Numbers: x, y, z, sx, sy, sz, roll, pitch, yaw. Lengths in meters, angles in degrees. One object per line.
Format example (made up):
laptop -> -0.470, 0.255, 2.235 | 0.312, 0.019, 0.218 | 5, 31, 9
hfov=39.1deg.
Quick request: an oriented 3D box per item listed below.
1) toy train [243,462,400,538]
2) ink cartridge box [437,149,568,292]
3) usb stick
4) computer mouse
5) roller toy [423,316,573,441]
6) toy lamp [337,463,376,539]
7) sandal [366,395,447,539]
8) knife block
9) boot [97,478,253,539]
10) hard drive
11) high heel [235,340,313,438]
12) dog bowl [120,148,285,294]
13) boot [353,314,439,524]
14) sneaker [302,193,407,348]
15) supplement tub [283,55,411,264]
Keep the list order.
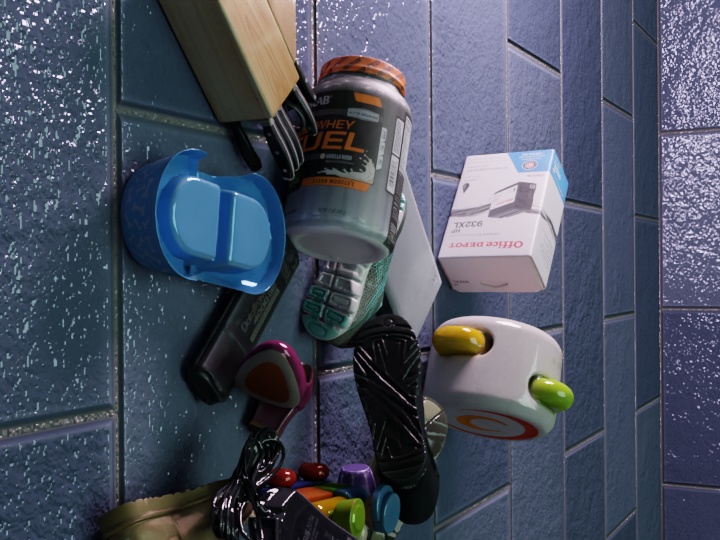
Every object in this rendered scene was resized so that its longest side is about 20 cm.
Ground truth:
toy train -> -0.049, 0.244, 1.008 | 0.200, 0.115, 0.085 | 11, 79, -62
ink cartridge box -> 0.211, -0.073, 1.489 | 0.084, 0.144, 0.201 | 57, 41, -45
usb stick -> -0.111, 0.041, 0.983 | 0.056, 0.032, 0.201 | 60, 39, -34
computer mouse -> -0.054, 0.244, 0.884 | 0.200, 0.053, 0.139 | 47, 28, -11
roller toy -> 0.179, 0.144, 1.388 | 0.183, 0.199, 0.141 | 116, -13, -67
toy lamp -> -0.002, 0.325, 1.164 | 0.058, 0.058, 0.202 | -10, 98, -62
sandal -> 0.039, 0.243, 1.247 | 0.080, 0.057, 0.202 | 35, 70, -14
knife block -> -0.111, -0.178, 0.951 | 0.200, 0.064, 0.177 | 3, 86, -63
boot -> -0.124, 0.283, 0.835 | 0.175, 0.066, 0.201 | -1, 62, -52
hard drive -> 0.046, -0.019, 1.287 | 0.140, 0.033, 0.201 | -61, 140, -43
high heel -> -0.072, 0.089, 0.966 | 0.200, 0.067, 0.096 | 110, 5, -61
dog bowl -> -0.139, -0.040, 0.910 | 0.200, 0.049, 0.112 | 18, 74, -62
boot -> 0.043, 0.173, 1.151 | 0.168, 0.076, 0.201 | 77, 4, -61
sneaker -> 0.000, 0.000, 1.155 | 0.201, 0.077, 0.091 | -62, 152, -17
supplement tub -> -0.011, -0.118, 1.081 | 0.122, 0.122, 0.201 | 36, 57, -57
